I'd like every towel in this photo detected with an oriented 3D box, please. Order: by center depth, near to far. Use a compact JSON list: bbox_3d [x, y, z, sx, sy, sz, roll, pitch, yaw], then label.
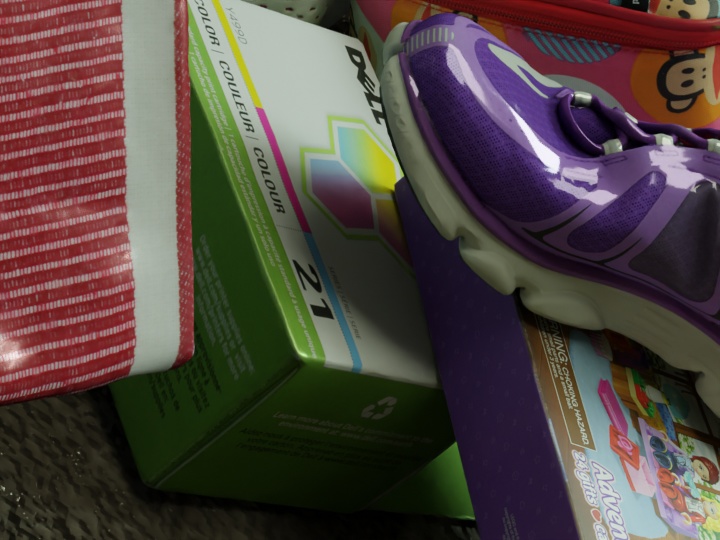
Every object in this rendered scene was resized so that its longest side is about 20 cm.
[{"bbox_3d":[-0.115,-0.035,0.564,0.200,0.145,0.023,-7,10,-45],"label":"towel"}]

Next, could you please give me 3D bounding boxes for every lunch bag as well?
[{"bbox_3d":[0.078,-0.132,0.897,0.176,0.082,0.200,12,45,17],"label":"lunch bag"}]

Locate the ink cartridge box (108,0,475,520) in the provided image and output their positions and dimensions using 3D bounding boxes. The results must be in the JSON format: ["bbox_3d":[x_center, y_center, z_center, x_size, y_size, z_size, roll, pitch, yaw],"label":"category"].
[{"bbox_3d":[0.000,0.000,0.814,0.200,0.076,0.148,12,47,-47],"label":"ink cartridge box"}]

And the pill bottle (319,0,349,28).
[{"bbox_3d":[-0.059,-0.198,0.995,0.200,0.114,0.114,44,27,2],"label":"pill bottle"}]

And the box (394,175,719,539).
[{"bbox_3d":[0.089,0.059,0.753,0.137,0.039,0.200,22,41,-37],"label":"box"}]

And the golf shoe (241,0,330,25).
[{"bbox_3d":[-0.089,-0.142,0.869,0.200,0.092,0.075,31,25,11],"label":"golf shoe"}]

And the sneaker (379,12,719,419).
[{"bbox_3d":[0.095,-0.023,0.726,0.200,0.083,0.081,30,37,-17],"label":"sneaker"}]
